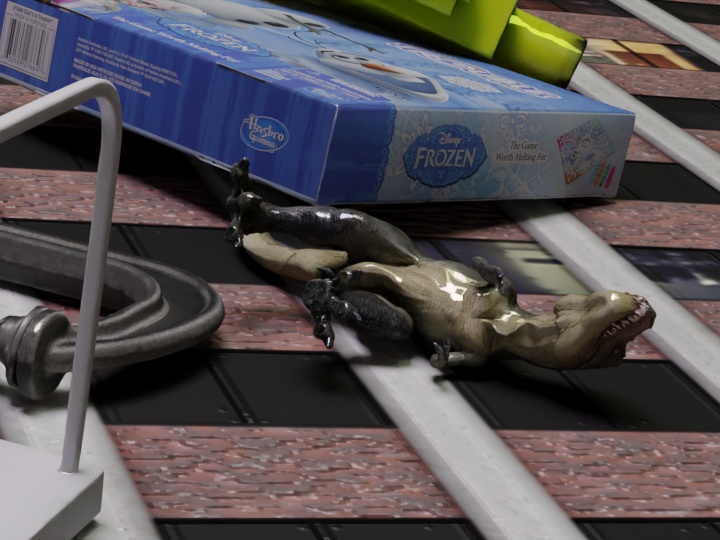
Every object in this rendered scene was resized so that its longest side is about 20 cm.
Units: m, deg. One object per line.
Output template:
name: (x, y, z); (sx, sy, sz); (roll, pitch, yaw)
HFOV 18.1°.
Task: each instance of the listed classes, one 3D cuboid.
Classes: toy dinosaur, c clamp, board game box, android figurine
toy dinosaur: (0.000, 0.000, 0.759); (0.199, 0.048, 0.088); (21, 4, 39)
c clamp: (-0.149, 0.006, 0.709); (0.199, 0.027, 0.171); (11, 13, 12)
board game box: (-0.020, -0.076, 0.953); (0.199, 0.044, 0.198); (23, 16, 37)
android figurine: (0.011, -0.134, 1.069); (0.199, 0.041, 0.182); (27, -2, 4)

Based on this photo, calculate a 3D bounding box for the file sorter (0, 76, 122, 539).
file sorter: (-0.173, 0.003, 0.541); (0.199, 0.125, 0.139); (13, 18, 13)
